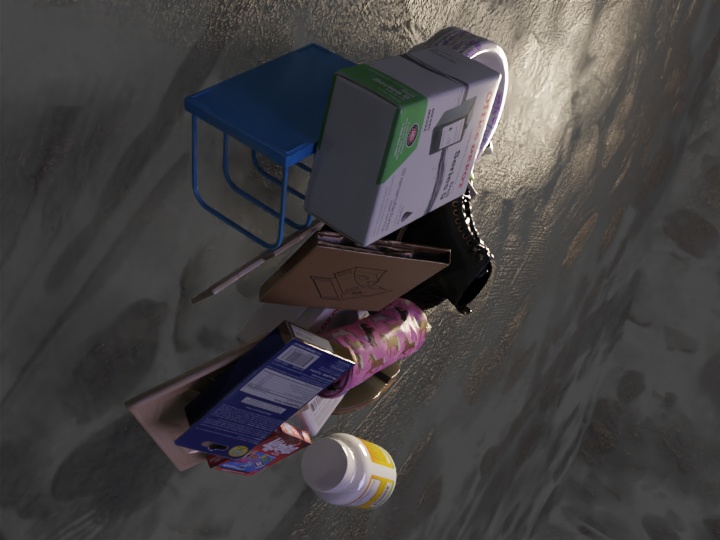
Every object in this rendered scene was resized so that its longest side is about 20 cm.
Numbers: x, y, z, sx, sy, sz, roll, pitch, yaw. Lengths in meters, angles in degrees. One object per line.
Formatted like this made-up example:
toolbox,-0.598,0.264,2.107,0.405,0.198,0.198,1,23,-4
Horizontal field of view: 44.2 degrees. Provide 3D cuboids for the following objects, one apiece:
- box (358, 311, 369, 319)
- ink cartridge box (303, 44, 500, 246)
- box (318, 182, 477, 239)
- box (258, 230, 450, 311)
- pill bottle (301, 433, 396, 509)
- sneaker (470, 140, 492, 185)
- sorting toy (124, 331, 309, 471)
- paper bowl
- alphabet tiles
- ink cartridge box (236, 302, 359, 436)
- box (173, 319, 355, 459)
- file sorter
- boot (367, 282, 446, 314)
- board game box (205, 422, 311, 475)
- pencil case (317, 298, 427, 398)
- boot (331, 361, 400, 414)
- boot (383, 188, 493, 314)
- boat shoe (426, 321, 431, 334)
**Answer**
box,0.028,0.036,1.358,0.199,0.041,0.039,-34,142,-43
ink cartridge box,0.046,-0.131,0.885,0.199,0.083,0.148,-29,142,-49
box,0.046,-0.067,1.109,0.201,0.048,0.158,-49,149,1
box,-0.011,0.007,1.017,0.200,0.161,0.022,141,-49,-59
pill bottle,-0.022,0.329,1.455,0.112,0.110,0.200,-60,153,-5
sneaker,0.124,-0.139,1.333,0.202,0.076,0.075,-57,154,-9
sorting toy,-0.166,0.156,1.060,0.183,0.037,0.201,-25,146,-5
paper bowl,0.104,-0.223,1.187,0.200,0.103,0.203,-41,147,-34
alphabet tiles,-0.093,-0.022,0.977,0.199,0.008,0.167,-35,-173,-23
ink cartridge box,-0.070,0.106,1.196,0.147,0.083,0.201,-50,150,-24
box,-0.114,0.142,1.016,0.199,0.033,0.121,-41,143,16
file sorter,-0.067,-0.133,0.936,0.199,0.138,0.124,-36,147,-41
boot,0.107,-0.007,1.274,0.157,0.080,0.210,-37,-178,-37
board game box,-0.130,0.239,1.182,0.102,0.020,0.200,-29,163,0
pencil case,0.008,0.096,1.140,0.199,0.086,0.084,-22,134,-52
boot,-0.005,0.201,1.423,0.199,0.073,0.076,-20,141,-56
boot,0.122,-0.066,1.026,0.077,0.138,0.203,-5,127,-46
boat shoe,0.038,0.103,1.417,0.198,0.074,0.074,0,125,-51
